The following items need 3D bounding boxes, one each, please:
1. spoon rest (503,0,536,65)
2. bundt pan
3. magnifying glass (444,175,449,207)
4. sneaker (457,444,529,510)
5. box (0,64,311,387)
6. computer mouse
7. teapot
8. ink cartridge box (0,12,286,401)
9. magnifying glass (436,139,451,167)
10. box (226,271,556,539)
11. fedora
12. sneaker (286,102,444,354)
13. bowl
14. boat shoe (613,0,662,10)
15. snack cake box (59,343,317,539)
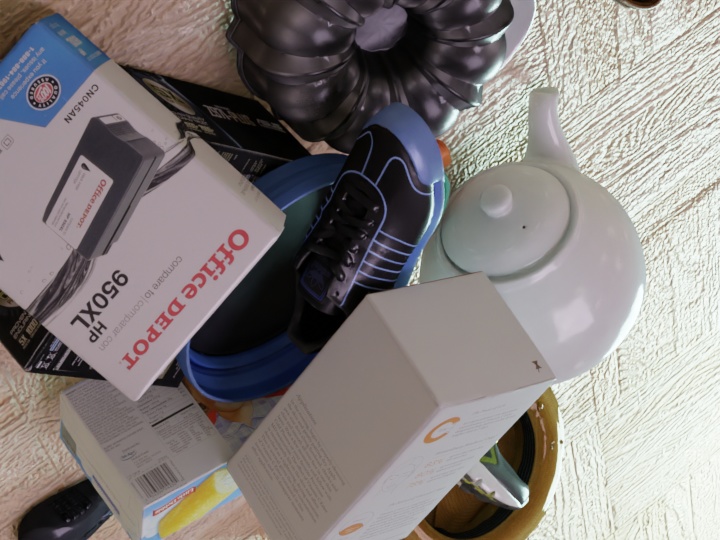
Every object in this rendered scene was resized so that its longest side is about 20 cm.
[{"bbox_3d":[0.064,-0.180,1.668,0.200,0.061,0.100,13,118,-53],"label":"spoon rest"},{"bbox_3d":[0.016,-0.162,1.551,0.201,0.076,0.203,-11,126,-15],"label":"bundt pan"},{"bbox_3d":[0.000,0.000,1.784,0.200,0.022,0.080,-53,147,10],"label":"magnifying glass"},{"bbox_3d":[0.083,0.118,1.943,0.085,0.200,0.074,-46,-167,-13],"label":"sneaker"},{"bbox_3d":[-0.148,-0.027,1.579,0.164,0.086,0.200,9,120,-53],"label":"box"},{"bbox_3d":[-0.183,0.179,1.834,0.200,0.034,0.059,-26,144,-28],"label":"computer mouse"},{"bbox_3d":[0.125,-0.011,1.824,0.197,0.200,0.146,-32,140,0],"label":"teapot"},{"bbox_3d":[-0.165,-0.040,1.432,0.145,0.200,0.084,-49,-174,7],"label":"ink cartridge box"},{"bbox_3d":[-0.014,-0.040,1.781,0.200,0.022,0.080,-35,147,-16],"label":"magnifying glass"},{"bbox_3d":[0.019,0.105,1.598,0.124,0.098,0.200,-11,149,-46],"label":"box"},{"bbox_3d":[0.085,0.161,2.037,0.200,0.082,0.202,-3,96,-24],"label":"fedora"},{"bbox_3d":[-0.001,-0.021,1.533,0.078,0.070,0.200,-32,150,-35],"label":"sneaker"},{"bbox_3d":[-0.052,0.003,1.608,0.200,0.039,0.201,-32,148,-23],"label":"bowl"},{"bbox_3d":[0.179,-0.253,1.700,0.076,0.074,0.200,-48,149,7],"label":"boat shoe"},{"bbox_3d":[-0.109,0.103,1.694,0.200,0.115,0.067,-27,153,-24],"label":"snack cake box"}]
